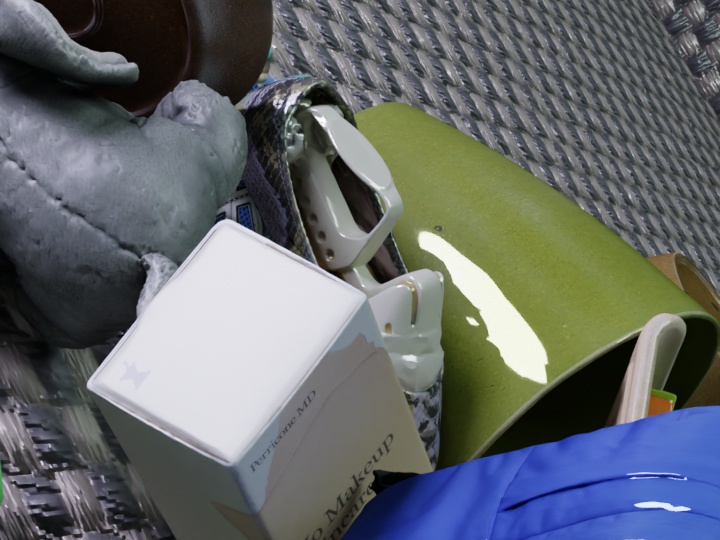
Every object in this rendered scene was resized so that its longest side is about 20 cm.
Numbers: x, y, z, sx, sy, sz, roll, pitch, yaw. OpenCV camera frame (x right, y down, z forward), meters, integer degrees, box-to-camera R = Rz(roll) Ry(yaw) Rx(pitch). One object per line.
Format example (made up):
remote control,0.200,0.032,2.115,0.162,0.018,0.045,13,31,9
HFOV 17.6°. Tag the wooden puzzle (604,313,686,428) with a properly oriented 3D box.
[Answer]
wooden puzzle,0.113,0.146,1.097,0.037,0.185,0.200,17,54,4

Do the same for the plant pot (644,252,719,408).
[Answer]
plant pot,0.123,0.081,1.342,0.186,0.200,0.187,48,21,-25

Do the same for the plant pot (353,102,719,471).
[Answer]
plant pot,0.049,0.016,1.194,0.200,0.187,0.187,51,14,23

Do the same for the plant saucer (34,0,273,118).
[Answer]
plant saucer,-0.135,-0.134,1.048,0.200,0.200,0.032,50,48,-23

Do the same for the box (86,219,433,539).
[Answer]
box,-0.032,0.080,0.968,0.078,0.095,0.200,27,-22,28

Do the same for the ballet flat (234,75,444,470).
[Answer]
ballet flat,0.000,0.000,1.068,0.201,0.072,0.072,67,19,8

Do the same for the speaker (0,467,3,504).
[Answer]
speaker,-0.194,0.006,0.816,0.088,0.088,0.200,19,42,-63

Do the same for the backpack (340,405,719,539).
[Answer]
backpack,0.095,0.157,0.865,0.163,0.200,0.168,55,33,-22

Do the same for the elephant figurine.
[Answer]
elephant figurine,-0.158,-0.063,0.999,0.200,0.155,0.142,40,56,-17

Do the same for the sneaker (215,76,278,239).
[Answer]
sneaker,-0.074,-0.013,1.118,0.077,0.076,0.200,39,51,-24

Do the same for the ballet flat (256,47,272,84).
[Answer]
ballet flat,-0.136,-0.128,1.125,0.200,0.062,0.067,31,21,5
